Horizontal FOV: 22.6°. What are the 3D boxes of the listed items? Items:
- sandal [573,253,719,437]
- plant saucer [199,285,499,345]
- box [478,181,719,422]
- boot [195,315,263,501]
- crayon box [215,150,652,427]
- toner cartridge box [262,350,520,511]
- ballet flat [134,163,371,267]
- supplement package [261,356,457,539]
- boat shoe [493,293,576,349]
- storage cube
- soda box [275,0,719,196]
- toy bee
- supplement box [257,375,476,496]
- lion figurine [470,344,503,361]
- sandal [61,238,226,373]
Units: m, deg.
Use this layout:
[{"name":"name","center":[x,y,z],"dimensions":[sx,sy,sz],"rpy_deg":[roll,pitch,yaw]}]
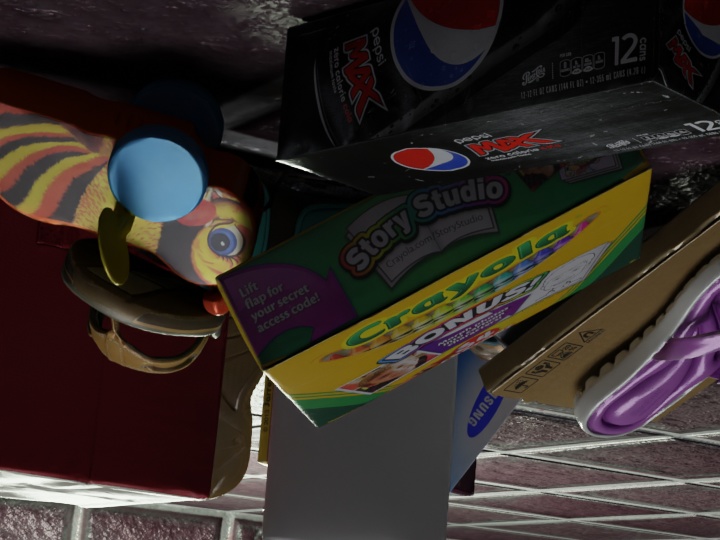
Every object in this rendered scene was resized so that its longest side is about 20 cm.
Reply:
[{"name":"sandal","center":[0.201,0.046,1.015],"dimensions":[0.082,0.050,0.203],"rpy_deg":[4,143,-34]},{"name":"plant saucer","center":[0.000,0.000,1.116],"dimensions":[0.199,0.070,0.019],"rpy_deg":[8,-169,-17]},{"name":"box","center":[0.191,0.024,1.046],"dimensions":[0.163,0.021,0.200],"rpy_deg":[13,138,-42]},{"name":"boot","center":[-0.122,0.039,1.264],"dimensions":[0.073,0.200,0.155],"rpy_deg":[-9,-144,-26]},{"name":"crayon box","center":[0.042,-0.002,0.893],"dimensions":[0.200,0.058,0.173],"rpy_deg":[-28,166,0]},{"name":"toner cartridge box","center":[0.030,0.122,1.285],"dimensions":[0.095,0.200,0.043],"rpy_deg":[39,168,-6]},{"name":"ballet flat","center":[-0.051,-0.024,1.020],"dimensions":[0.200,0.072,0.072],"rpy_deg":[9,167,-15]},{"name":"supplement package","center":[0.003,0.090,1.197],"dimensions":[0.119,0.201,0.121],"rpy_deg":[4,167,1]},{"name":"boat shoe","center":[0.093,0.003,1.073],"dimensions":[0.070,0.071,0.200],"rpy_deg":[49,177,38]},{"name":"storage cube","center":[-0.198,0.050,1.134],"dimensions":[0.171,0.180,0.200],"rpy_deg":[13,166,-33]},{"name":"soda box","center":[0.057,-0.080,0.733],"dimensions":[0.200,0.064,0.071],"rpy_deg":[-9,162,43]},{"name":"toy bee","center":[-0.090,-0.029,0.861],"dimensions":[0.200,0.109,0.131],"rpy_deg":[19,-147,18]},{"name":"supplement box","center":[0.012,0.104,1.420],"dimensions":[0.103,0.131,0.200],"rpy_deg":[-2,167,25]},{"name":"lion figurine","center":[0.153,0.052,1.276],"dimensions":[0.122,0.073,0.200],"rpy_deg":[2,170,23]},{"name":"sandal","center":[-0.113,0.025,0.948],"dimensions":[0.080,0.054,0.200],"rpy_deg":[28,179,3]}]
